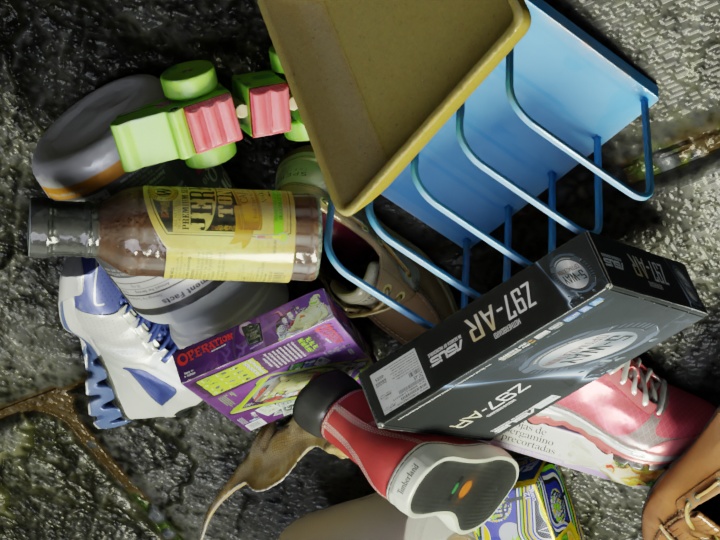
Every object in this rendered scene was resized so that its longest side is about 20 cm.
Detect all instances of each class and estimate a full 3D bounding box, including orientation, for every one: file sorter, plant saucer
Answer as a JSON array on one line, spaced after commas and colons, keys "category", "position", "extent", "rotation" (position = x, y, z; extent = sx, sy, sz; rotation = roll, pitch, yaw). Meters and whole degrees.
[{"category": "file sorter", "position": [0.084, -0.065, 1.261], "extent": [0.138, 0.123, 0.200], "rotation": [32, 130, -24]}, {"category": "plant saucer", "position": [0.027, -0.167, 1.190], "extent": [0.048, 0.201, 0.200], "rotation": [5, 142, -39]}]

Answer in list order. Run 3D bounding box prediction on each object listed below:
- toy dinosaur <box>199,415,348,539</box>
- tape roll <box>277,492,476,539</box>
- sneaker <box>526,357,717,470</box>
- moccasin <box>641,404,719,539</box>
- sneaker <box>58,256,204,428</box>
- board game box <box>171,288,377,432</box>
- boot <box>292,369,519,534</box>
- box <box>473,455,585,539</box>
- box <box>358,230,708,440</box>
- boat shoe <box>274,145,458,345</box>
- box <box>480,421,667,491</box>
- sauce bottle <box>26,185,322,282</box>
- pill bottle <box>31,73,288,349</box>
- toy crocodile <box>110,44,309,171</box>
[{"category": "toy dinosaur", "position": [-0.071, 0.145, 1.502], "extent": [0.199, 0.101, 0.058], "rotation": [-30, 116, 33]}, {"category": "tape roll", "position": [0.034, 0.283, 1.522], "extent": [0.138, 0.203, 0.203], "rotation": [-19, 122, 28]}, {"category": "sneaker", "position": [0.185, 0.085, 1.404], "extent": [0.199, 0.074, 0.087], "rotation": [17, 129, 1]}, {"category": "moccasin", "position": [0.268, 0.172, 1.383], "extent": [0.073, 0.078, 0.202], "rotation": [-5, 145, -28]}, {"category": "sneaker", "position": [-0.164, 0.048, 1.471], "extent": [0.114, 0.081, 0.200], "rotation": [1, 136, 9]}, {"category": "board game box", "position": [-0.058, 0.070, 1.385], "extent": [0.119, 0.033, 0.200], "rotation": [-19, 163, 4]}, {"category": "boot", "position": [0.031, 0.128, 1.403], "extent": [0.144, 0.200, 0.073], "rotation": [35, 94, 28]}, {"category": "box", "position": [0.152, 0.254, 1.519], "extent": [0.070, 0.064, 0.201], "rotation": [-14, 106, 25]}, {"category": "box", "position": [0.121, 0.051, 1.295], "extent": [0.199, 0.044, 0.160], "rotation": [-33, 156, 25]}, {"category": "boat shoe", "position": [0.000, 0.000, 1.386], "extent": [0.074, 0.067, 0.200], "rotation": [-28, 117, 32]}, {"category": "box", "position": [0.186, 0.134, 1.465], "extent": [0.199, 0.042, 0.039], "rotation": [17, 130, 2]}, {"category": "sauce bottle", "position": [-0.126, -0.025, 1.269], "extent": [0.198, 0.065, 0.065], "rotation": [1, 132, -12]}, {"category": "pill bottle", "position": [-0.142, -0.034, 1.364], "extent": [0.116, 0.117, 0.200], "rotation": [-18, 123, 27]}, {"category": "toy crocodile", "position": [-0.073, -0.113, 1.275], "extent": [0.199, 0.062, 0.068], "rotation": [-17, 114, -16]}]
